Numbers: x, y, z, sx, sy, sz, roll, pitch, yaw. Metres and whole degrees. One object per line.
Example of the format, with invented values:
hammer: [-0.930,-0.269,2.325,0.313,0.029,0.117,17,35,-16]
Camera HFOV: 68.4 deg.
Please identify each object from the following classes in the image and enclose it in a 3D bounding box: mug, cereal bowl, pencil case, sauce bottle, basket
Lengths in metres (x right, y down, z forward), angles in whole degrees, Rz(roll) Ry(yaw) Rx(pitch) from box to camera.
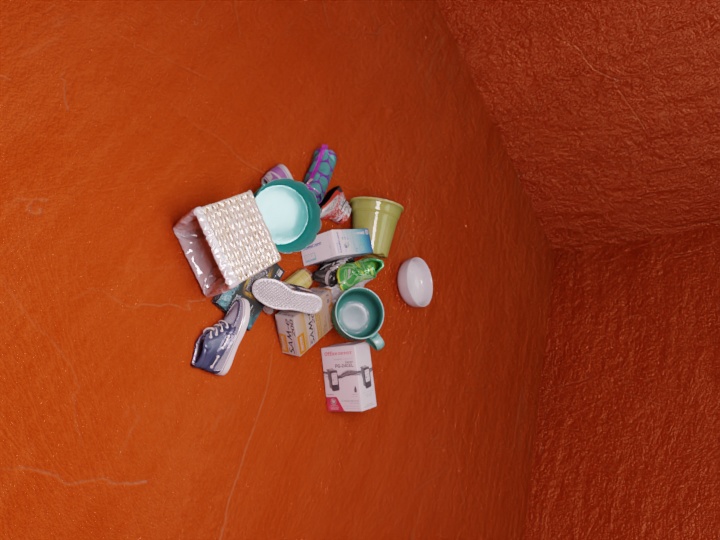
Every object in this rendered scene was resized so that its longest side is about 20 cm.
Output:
mug: [-0.011,0.152,1.604,0.150,0.114,0.188,-1,78,-12]
cereal bowl: [0.207,0.051,2.116,0.199,0.083,0.203,19,65,-50]
pencil case: [-0.139,-0.310,1.736,0.093,0.084,0.202,79,22,-54]
sauce bottle: [-0.215,0.062,1.554,0.200,0.065,0.067,-41,114,-48]
basket: [-0.321,-0.061,1.280,0.160,0.197,0.202,-27,96,-33]

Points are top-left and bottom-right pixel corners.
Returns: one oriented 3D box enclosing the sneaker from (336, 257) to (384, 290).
sneaker: [0.000,0.000,1.605,0.199,0.083,0.075,-31,104,-48]

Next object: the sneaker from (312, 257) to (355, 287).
sneaker: [-0.084,-0.003,1.653,0.200,0.089,0.067,-32,127,-60]

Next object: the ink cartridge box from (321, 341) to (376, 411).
ink cartridge box: [-0.039,0.329,1.652,0.083,0.144,0.203,-1,82,-53]

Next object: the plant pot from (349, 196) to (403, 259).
plant pot: [0.044,-0.143,1.879,0.199,0.199,0.187,17,80,-51]

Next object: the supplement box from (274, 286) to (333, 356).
supplement box: [-0.158,0.147,1.575,0.200,0.073,0.128,-39,128,-51]

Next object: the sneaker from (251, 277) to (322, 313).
sneaker: [-0.207,0.071,1.462,0.198,0.079,0.079,20,90,-19]

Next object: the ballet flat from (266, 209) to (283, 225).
ballet flat: [-0.212,-0.127,1.613,0.199,0.068,0.069,22,73,-38]

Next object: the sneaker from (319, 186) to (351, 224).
sneaker: [-0.095,-0.193,1.782,0.109,0.067,0.202,59,38,-21]

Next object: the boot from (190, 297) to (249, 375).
boot: [-0.346,0.155,1.318,0.090,0.072,0.202,28,72,-43]

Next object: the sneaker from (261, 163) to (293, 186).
sneaker: [-0.229,-0.210,1.608,0.201,0.072,0.114,54,45,-15]

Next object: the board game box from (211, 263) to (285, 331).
board game box: [-0.299,0.042,1.433,0.135,0.028,0.201,49,57,-37]

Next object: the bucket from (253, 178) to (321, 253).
bucket: [-0.217,-0.153,1.481,0.204,0.135,0.210,-2,97,-18]

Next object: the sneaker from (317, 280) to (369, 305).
sneaker: [-0.028,0.070,1.731,0.074,0.198,0.117,-121,-168,-73]

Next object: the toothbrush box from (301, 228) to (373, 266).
toothbrush box: [-0.076,-0.076,1.707,0.199,0.145,0.086,-6,82,-55]
